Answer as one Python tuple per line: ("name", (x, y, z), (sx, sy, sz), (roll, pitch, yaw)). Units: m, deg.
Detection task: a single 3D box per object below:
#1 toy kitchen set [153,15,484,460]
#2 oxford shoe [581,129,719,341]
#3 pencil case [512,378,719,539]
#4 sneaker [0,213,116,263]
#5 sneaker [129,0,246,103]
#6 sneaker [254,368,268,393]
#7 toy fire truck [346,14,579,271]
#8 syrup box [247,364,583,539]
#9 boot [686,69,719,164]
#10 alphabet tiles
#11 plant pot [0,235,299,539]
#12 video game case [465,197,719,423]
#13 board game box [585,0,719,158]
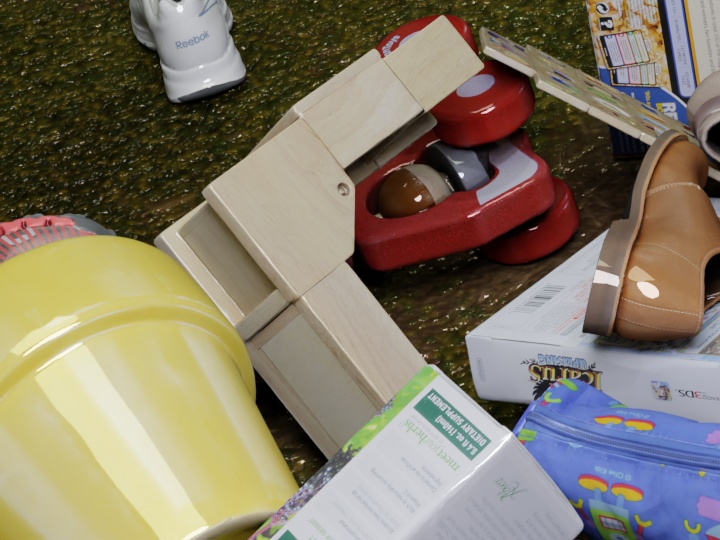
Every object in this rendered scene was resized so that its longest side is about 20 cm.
("toy kitchen set", (0.000, 0.000, 1.595), (0.200, 0.181, 0.163), (-38, -1, -35))
("oxford shoe", (0.170, -0.013, 1.504), (0.071, 0.072, 0.200), (13, 31, 8))
("pencil case", (0.160, 0.104, 1.354), (0.199, 0.087, 0.078), (11, 58, 43))
("sneaker", (-0.221, 0.031, 1.539), (0.199, 0.071, 0.098), (-18, 31, -6))
("sneaker", (-0.130, -0.197, 2.040), (0.074, 0.087, 0.200), (-20, 29, -8))
("sneaker", (-0.118, 0.077, 1.596), (0.199, 0.076, 0.070), (-10, 18, -44))
("toy fire truck", (0.027, -0.056, 1.716), (0.167, 0.112, 0.200), (-29, 32, -9))
("syrup box", (0.000, 0.151, 1.325), (0.200, 0.082, 0.079), (-43, 38, -5))
("boot", (0.285, -0.070, 1.611), (0.199, 0.071, 0.146), (13, 21, 11))
("alphabet tiles", (0.160, -0.093, 1.671), (0.199, 0.006, 0.166), (27, 11, -5))
("plant pot", (-0.118, 0.115, 1.416), (0.200, 0.201, 0.189), (-27, 48, -22))
("video game case", (0.188, 0.020, 1.541), (0.181, 0.046, 0.200), (4, 27, 40))
("board game box", (0.243, -0.148, 1.734), (0.199, 0.152, 0.046), (-1, 32, 20))
